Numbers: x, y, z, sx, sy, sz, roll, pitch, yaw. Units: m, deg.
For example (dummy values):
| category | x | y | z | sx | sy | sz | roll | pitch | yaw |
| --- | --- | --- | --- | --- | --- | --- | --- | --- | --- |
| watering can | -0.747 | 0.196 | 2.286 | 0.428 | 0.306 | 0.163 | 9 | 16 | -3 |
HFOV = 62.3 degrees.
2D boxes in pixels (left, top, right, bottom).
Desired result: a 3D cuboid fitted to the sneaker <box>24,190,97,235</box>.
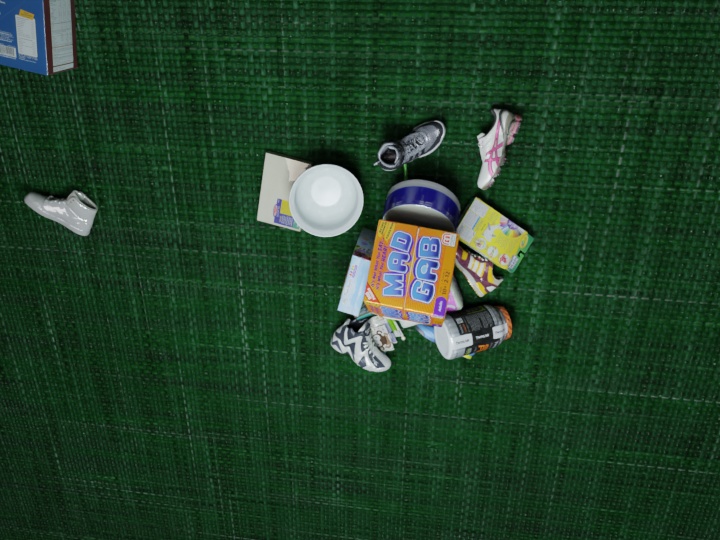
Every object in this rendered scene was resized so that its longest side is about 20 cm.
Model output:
| category | x | y | z | sx | sy | sz | roll | pitch | yaw |
| --- | --- | --- | --- | --- | --- | --- | --- | --- | --- |
| sneaker | -0.870 | -0.201 | 1.747 | 0.198 | 0.074 | 0.116 | 29 | 115 | -16 |

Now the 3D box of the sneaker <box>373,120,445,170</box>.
| category | x | y | z | sx | sy | sz | roll | pitch | yaw |
| --- | --- | --- | --- | --- | --- | --- | --- | --- | --- |
| sneaker | 0.121 | -0.310 | 1.501 | 0.198 | 0.114 | 0.076 | -28 | 94 | 21 |

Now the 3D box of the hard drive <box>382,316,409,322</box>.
| category | x | y | z | sx | sy | sz | roll | pitch | yaw |
| --- | --- | --- | --- | --- | --- | --- | --- | --- | --- |
| hard drive | 0.134 | 0.045 | 1.650 | 0.129 | 0.026 | 0.204 | 8 | 113 | 8 |

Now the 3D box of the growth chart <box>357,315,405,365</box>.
| category | x | y | z | sx | sy | sz | roll | pitch | yaw |
| --- | --- | --- | --- | --- | --- | --- | --- | --- | --- |
| growth chart | 0.039 | 0.206 | 1.820 | 0.198 | 0.018 | 0.146 | -30 | 108 | 22 |

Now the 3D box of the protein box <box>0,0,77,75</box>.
| category | x | y | z | sx | sy | sz | roll | pitch | yaw |
| --- | --- | --- | --- | --- | --- | --- | --- | --- | --- |
| protein box | -0.844 | -0.625 | 1.501 | 0.194 | 0.135 | 0.203 | 13 | 117 | 3 |

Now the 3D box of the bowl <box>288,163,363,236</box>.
| category | x | y | z | sx | sy | sz | roll | pitch | yaw |
| --- | --- | --- | --- | --- | --- | --- | --- | --- | --- |
| bowl | -0.093 | -0.201 | 1.596 | 0.197 | 0.091 | 0.205 | -2 | 119 | -4 |

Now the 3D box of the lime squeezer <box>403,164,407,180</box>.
| category | x | y | z | sx | sy | sz | roll | pitch | yaw |
| --- | --- | --- | --- | --- | --- | --- | --- | --- | --- |
| lime squeezer | 0.152 | -0.196 | 1.608 | 0.070 | 0.038 | 0.201 | -42 | 104 | -9 |

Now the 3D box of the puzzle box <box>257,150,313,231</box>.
| category | x | y | z | sx | sy | sz | roll | pitch | yaw |
| --- | --- | --- | --- | --- | --- | --- | --- | --- | --- |
| puzzle box | -0.212 | -0.218 | 1.654 | 0.130 | 0.026 | 0.203 | 15 | 117 | 1 |

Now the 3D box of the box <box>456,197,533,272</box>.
| category | x | y | z | sx | sy | sz | roll | pitch | yaw |
| --- | --- | --- | --- | --- | --- | --- | --- | --- | --- |
| box | 0.353 | -0.093 | 1.590 | 0.198 | 0.048 | 0.118 | 33 | 91 | -5 |

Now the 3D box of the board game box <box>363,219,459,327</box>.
| category | x | y | z | sx | sy | sz | roll | pitch | yaw |
| --- | --- | --- | --- | --- | --- | --- | --- | --- | --- |
| board game box | 0.128 | 0.013 | 1.487 | 0.196 | 0.200 | 0.204 | 10 | 79 | 8 |

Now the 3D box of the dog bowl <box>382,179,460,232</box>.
| category | x | y | z | sx | sy | sz | roll | pitch | yaw |
| --- | --- | --- | --- | --- | --- | --- | --- | --- | --- |
| dog bowl | 0.157 | -0.141 | 1.548 | 0.196 | 0.080 | 0.201 | 12 | 151 | 6 |

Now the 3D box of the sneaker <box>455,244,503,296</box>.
| category | x | y | z | sx | sy | sz | roll | pitch | yaw |
| --- | --- | --- | --- | --- | --- | --- | --- | --- | --- |
| sneaker | 0.313 | -0.026 | 1.642 | 0.089 | 0.075 | 0.201 | -34 | 112 | 13 |

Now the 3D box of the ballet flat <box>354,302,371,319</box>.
| category | x | y | z | sx | sy | sz | roll | pitch | yaw |
| --- | --- | --- | --- | --- | --- | --- | --- | --- | --- |
| ballet flat | 0.068 | 0.077 | 1.634 | 0.197 | 0.075 | 0.075 | -18 | 112 | 15 |

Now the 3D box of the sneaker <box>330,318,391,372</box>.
| category | x | y | z | sx | sy | sz | roll | pitch | yaw |
| --- | --- | --- | --- | --- | --- | --- | --- | --- | --- |
| sneaker | 0.020 | 0.211 | 1.770 | 0.197 | 0.080 | 0.131 | 32 | 127 | 4 |

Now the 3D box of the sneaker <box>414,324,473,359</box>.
| category | x | y | z | sx | sy | sz | roll | pitch | yaw |
| --- | --- | --- | --- | --- | --- | --- | --- | --- | --- |
| sneaker | 0.257 | 0.186 | 1.755 | 0.197 | 0.066 | 0.080 | 25 | 102 | -2 |

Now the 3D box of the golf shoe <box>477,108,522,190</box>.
| category | x | y | z | sx | sy | sz | roll | pitch | yaw |
| --- | --- | --- | --- | --- | --- | --- | --- | --- | --- |
| golf shoe | 0.330 | -0.306 | 1.503 | 0.091 | 0.073 | 0.203 | 21 | 107 | 5 |

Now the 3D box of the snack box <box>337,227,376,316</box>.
| category | x | y | z | sx | sy | sz | roll | pitch | yaw |
| --- | --- | --- | --- | --- | --- | --- | --- | --- | --- |
| snack box | 0.000 | 0.000 | 1.625 | 0.066 | 0.201 | 0.171 | 17 | 115 | 1 |

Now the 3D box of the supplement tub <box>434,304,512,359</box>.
| category | x | y | z | sx | sy | sz | roll | pitch | yaw |
| --- | --- | --- | --- | --- | --- | --- | --- | --- | --- |
| supplement tub | 0.315 | 0.167 | 1.670 | 0.196 | 0.123 | 0.125 | -13 | 116 | -14 |

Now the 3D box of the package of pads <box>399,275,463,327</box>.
| category | x | y | z | sx | sy | sz | roll | pitch | yaw |
| --- | --- | --- | --- | --- | --- | --- | --- | --- | --- |
| package of pads | 0.182 | 0.066 | 1.703 | 0.197 | 0.068 | 0.157 | -19 | 110 | 18 |
